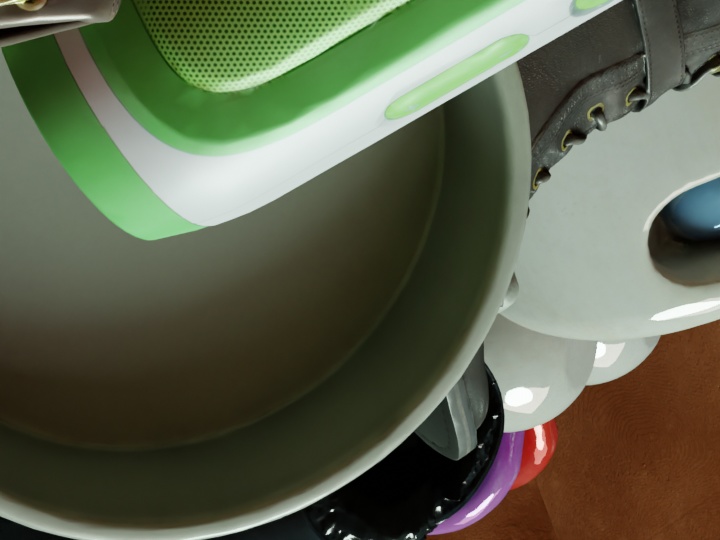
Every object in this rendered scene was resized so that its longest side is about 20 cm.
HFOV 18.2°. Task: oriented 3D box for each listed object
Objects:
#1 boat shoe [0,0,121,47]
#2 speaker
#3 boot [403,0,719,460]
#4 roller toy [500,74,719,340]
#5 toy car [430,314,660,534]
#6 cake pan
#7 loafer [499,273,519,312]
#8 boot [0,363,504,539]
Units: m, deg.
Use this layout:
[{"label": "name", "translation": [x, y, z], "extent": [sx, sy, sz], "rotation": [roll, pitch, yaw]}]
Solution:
[{"label": "boat shoe", "translation": [-0.148, -0.048, 0.490], "extent": [0.199, 0.060, 0.072], "rotation": [-21, 177, 9]}, {"label": "speaker", "translation": [0.016, -0.086, 0.518], "extent": [0.199, 0.089, 0.088], "rotation": [-29, 176, 14]}, {"label": "boot", "translation": [0.069, -0.052, 0.726], "extent": [0.173, 0.201, 0.069], "rotation": [-24, -147, -26]}, {"label": "roller toy", "translation": [0.111, -0.063, 0.892], "extent": [0.199, 0.140, 0.183], "rotation": [-5, -150, 32]}, {"label": "toy car", "translation": [0.038, 0.045, 1.043], "extent": [0.174, 0.151, 0.200], "rotation": [10, -165, 26]}, {"label": "cake pan", "translation": [-0.051, -0.022, 0.615], "extent": [0.199, 0.201, 0.037], "rotation": [-20, -153, -10]}, {"label": "loafer", "translation": [0.000, 0.000, 0.887], "extent": [0.070, 0.070, 0.200], "rotation": [-62, -163, -7]}, {"label": "boot", "translation": [-0.056, 0.092, 0.855], "extent": [0.199, 0.077, 0.168], "rotation": [-30, -172, -31]}]
